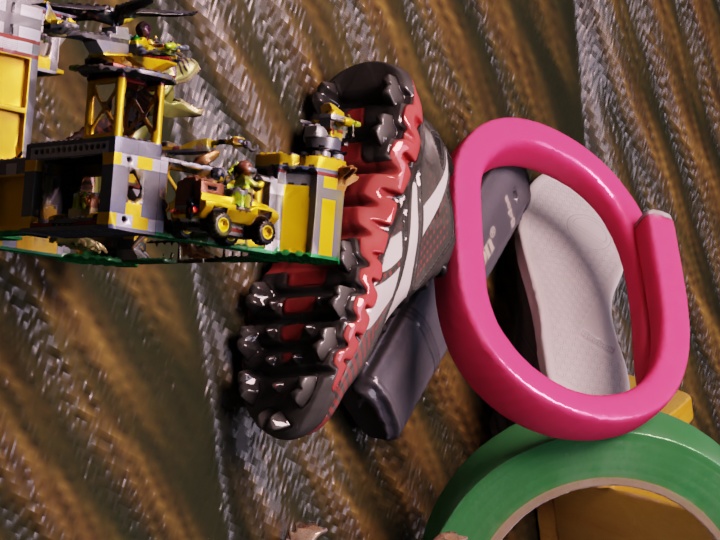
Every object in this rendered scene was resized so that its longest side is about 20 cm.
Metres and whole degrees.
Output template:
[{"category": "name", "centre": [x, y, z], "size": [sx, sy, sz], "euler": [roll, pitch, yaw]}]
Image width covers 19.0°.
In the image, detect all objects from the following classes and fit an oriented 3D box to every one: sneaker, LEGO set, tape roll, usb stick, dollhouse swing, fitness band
[{"category": "sneaker", "centre": [0.000, 0.000, 1.087], "size": [0.098, 0.070, 0.202], "euler": [42, 58, -47]}, {"category": "LEGO set", "centre": [-0.096, -0.066, 0.853], "size": [0.153, 0.199, 0.117], "euler": [8, 85, -35]}, {"category": "sneaker", "centre": [0.110, 0.037, 1.269], "size": [0.099, 0.070, 0.201], "euler": [117, -20, -45]}, {"category": "tape roll", "centre": [0.131, 0.173, 1.171], "size": [0.048, 0.199, 0.202], "euler": [-90, 173, -74]}, {"category": "usb stick", "centre": [0.044, 0.008, 1.187], "size": [0.201, 0.032, 0.056], "euler": [-58, 135, -36]}, {"category": "dollhouse swing", "centre": [0.212, 0.189, 1.328], "size": [0.181, 0.175, 0.202], "euler": [-29, 115, -51]}, {"category": "fitness band", "centre": [0.107, 0.003, 1.154], "size": [0.143, 0.037, 0.201], "euler": [16, 49, -22]}]

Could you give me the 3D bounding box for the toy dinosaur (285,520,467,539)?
[{"category": "toy dinosaur", "centre": [-0.015, 0.205, 1.080], "size": [0.199, 0.085, 0.137], "euler": [-20, 116, -48]}]
